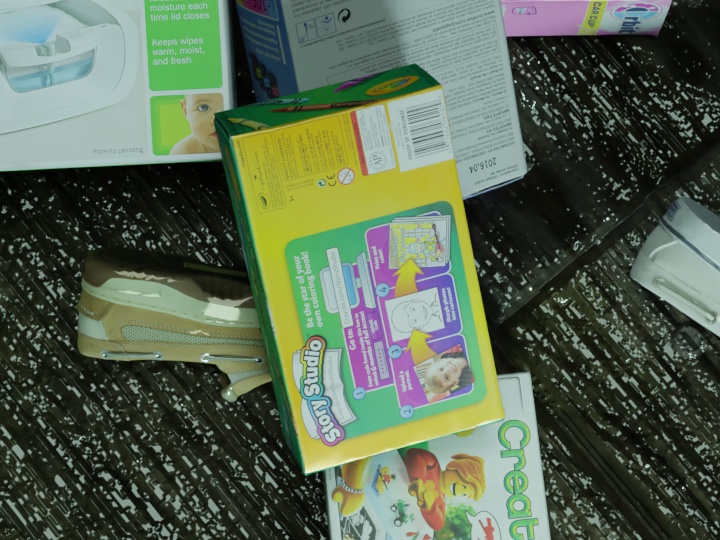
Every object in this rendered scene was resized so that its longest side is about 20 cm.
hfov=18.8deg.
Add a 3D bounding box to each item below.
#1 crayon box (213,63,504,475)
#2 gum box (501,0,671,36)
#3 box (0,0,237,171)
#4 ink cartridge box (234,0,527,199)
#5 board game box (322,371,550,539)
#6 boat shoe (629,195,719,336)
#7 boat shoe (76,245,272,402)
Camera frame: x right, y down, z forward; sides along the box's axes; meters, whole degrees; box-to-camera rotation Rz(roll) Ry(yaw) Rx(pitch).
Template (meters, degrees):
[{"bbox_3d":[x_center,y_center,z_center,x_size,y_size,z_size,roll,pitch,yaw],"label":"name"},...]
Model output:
[{"bbox_3d":[0.000,0.000,1.191,0.119,0.058,0.200,-14,108,-9],"label":"crayon box"},{"bbox_3d":[0.125,-0.247,1.332,0.113,0.066,0.200,-1,77,-1],"label":"gum box"},{"bbox_3d":[-0.174,-0.148,1.265,0.200,0.097,0.177,-2,96,-2],"label":"box"},{"bbox_3d":[0.013,-0.104,1.248,0.136,0.076,0.200,-19,113,-19],"label":"ink cartridge box"},{"bbox_3d":[0.046,0.163,1.250,0.126,0.035,0.200,-6,77,-4],"label":"board game box"},{"bbox_3d":[0.245,0.043,1.275,0.200,0.071,0.070,38,106,3],"label":"boat shoe"},{"bbox_3d":[-0.066,0.040,1.267,0.200,0.072,0.076,11,104,-2],"label":"boat shoe"}]
